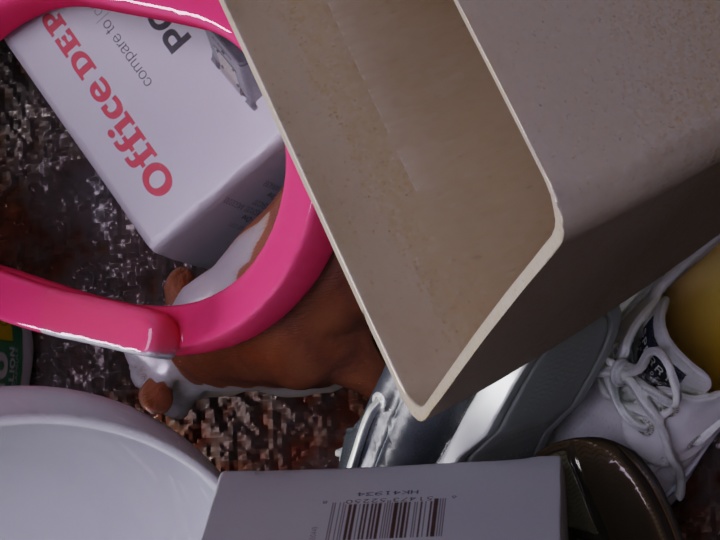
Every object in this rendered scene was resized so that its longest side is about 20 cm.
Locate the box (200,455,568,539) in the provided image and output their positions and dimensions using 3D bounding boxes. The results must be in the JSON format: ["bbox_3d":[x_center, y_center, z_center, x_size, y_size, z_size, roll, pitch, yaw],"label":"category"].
[{"bbox_3d":[0.015,0.176,0.948,0.124,0.097,0.200,-2,109,5],"label":"box"}]

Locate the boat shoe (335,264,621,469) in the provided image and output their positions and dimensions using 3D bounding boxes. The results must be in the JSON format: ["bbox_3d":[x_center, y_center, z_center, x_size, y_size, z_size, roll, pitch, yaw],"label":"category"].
[{"bbox_3d":[0.026,0.067,1.010,0.060,0.076,0.200,47,119,28],"label":"boat shoe"}]

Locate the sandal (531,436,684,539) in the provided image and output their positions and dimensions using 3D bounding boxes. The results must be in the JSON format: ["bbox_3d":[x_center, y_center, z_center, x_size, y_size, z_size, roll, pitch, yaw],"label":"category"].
[{"bbox_3d":[0.106,0.152,1.008,0.082,0.055,0.200,-14,98,27],"label":"sandal"}]

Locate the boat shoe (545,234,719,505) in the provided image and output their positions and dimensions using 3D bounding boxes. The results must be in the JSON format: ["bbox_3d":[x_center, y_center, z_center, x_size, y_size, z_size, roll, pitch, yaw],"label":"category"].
[{"bbox_3d":[0.113,0.034,1.005,0.202,0.086,0.075,-42,71,14],"label":"boat shoe"}]

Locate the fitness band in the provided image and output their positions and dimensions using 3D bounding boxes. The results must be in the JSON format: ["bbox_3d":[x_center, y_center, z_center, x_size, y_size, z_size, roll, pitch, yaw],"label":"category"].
[{"bbox_3d":[-0.092,-0.044,1.020,0.200,0.037,0.144,14,89,31],"label":"fitness band"}]

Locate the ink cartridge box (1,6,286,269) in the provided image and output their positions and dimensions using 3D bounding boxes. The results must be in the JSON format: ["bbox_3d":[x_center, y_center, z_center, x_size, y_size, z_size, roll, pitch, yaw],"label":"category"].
[{"bbox_3d":[-0.033,-0.115,1.076,0.200,0.083,0.145,-40,72,13],"label":"ink cartridge box"}]

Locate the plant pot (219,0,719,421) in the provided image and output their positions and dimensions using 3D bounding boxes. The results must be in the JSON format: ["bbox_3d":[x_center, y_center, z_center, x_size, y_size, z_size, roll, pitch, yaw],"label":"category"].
[{"bbox_3d":[0.075,-0.095,0.877,0.177,0.200,0.200,-20,76,-17],"label":"plant pot"}]

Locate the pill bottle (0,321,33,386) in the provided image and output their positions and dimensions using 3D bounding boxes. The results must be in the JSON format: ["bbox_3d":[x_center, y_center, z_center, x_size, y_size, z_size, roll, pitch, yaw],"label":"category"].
[{"bbox_3d":[-0.219,0.030,1.069,0.113,0.200,0.113,-2,84,20],"label":"pill bottle"}]

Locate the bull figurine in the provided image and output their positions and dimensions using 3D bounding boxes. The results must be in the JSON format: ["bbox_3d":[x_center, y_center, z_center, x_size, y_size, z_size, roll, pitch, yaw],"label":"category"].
[{"bbox_3d":[0.000,0.000,1.032,0.200,0.121,0.065,-52,26,24],"label":"bull figurine"}]

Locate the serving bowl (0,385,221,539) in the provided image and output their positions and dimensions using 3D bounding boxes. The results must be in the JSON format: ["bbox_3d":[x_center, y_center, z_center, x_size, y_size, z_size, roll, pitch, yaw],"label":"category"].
[{"bbox_3d":[-0.138,0.122,1.059,0.200,0.200,0.066,-43,33,11],"label":"serving bowl"}]
